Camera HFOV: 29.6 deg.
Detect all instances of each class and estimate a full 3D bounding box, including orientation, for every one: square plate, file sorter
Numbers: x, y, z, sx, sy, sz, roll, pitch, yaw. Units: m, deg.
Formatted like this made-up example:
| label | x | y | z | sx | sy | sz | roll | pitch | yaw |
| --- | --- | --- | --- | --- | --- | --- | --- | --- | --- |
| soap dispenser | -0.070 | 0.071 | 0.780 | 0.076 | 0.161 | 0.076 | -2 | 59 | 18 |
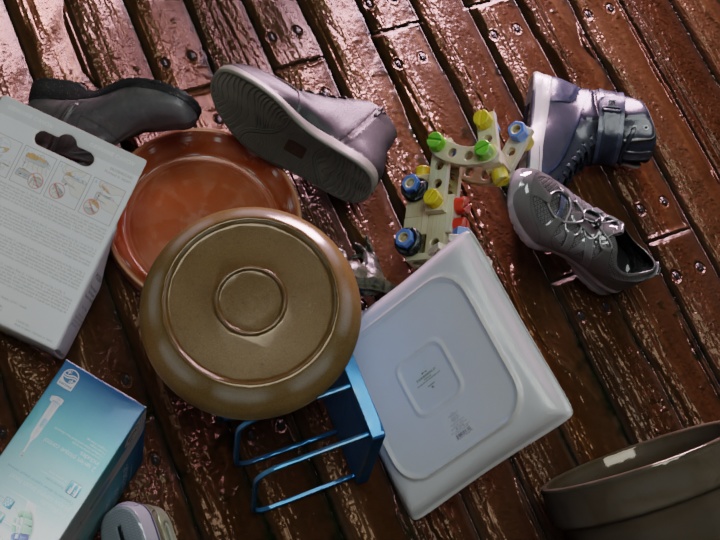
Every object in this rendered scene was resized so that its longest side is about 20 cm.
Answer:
| label | x | y | z | sx | sy | sz | roll | pitch | yaw |
| --- | --- | --- | --- | --- | --- | --- | --- | --- | --- |
| square plate | 0.071 | 0.099 | 1.269 | 0.028 | 0.199 | 0.200 | 4 | 53 | -58 |
| file sorter | -0.075 | 0.101 | 1.255 | 0.121 | 0.139 | 0.202 | -17 | 68 | -15 |

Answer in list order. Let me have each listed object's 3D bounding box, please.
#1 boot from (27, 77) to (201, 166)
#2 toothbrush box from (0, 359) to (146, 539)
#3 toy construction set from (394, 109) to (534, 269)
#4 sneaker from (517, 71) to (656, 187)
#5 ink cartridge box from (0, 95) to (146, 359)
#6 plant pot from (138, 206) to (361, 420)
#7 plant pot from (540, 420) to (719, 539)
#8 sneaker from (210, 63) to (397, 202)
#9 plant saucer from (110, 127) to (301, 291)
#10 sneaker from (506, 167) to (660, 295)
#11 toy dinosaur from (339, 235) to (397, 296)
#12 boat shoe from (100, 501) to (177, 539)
| label | x | y | z | sx | sy | sz | roll | pitch | yaw |
| --- | --- | --- | --- | --- | --- | --- | --- | --- | --- |
| boot | -0.258 | -0.118 | 1.348 | 0.197 | 0.070 | 0.133 | 1 | 62 | 22 |
| toothbrush box | -0.269 | 0.201 | 1.163 | 0.085 | 0.147 | 0.201 | 30 | 62 | 5 |
| toy construction set | 0.100 | -0.063 | 1.369 | 0.129 | 0.092 | 0.202 | -6 | 49 | 28 |
| sneaker | 0.240 | -0.114 | 1.453 | 0.144 | 0.077 | 0.205 | 13 | 62 | -2 |
| ink cartridge box | -0.313 | -0.041 | 1.300 | 0.161 | 0.057 | 0.202 | 24 | 74 | 2 |
| plant pot | -0.096 | 0.030 | 1.197 | 0.197 | 0.028 | 0.203 | 2 | 66 | -4 |
| plant pot | 0.283 | 0.249 | 1.239 | 0.198 | 0.200 | 0.176 | -16 | 85 | -18 |
| sneaker | -0.058 | -0.159 | 1.407 | 0.199 | 0.075 | 0.107 | 36 | 41 | -8 |
| plant saucer | -0.158 | -0.049 | 1.370 | 0.197 | 0.032 | 0.203 | 4 | 63 | -9 |
| sneaker | 0.225 | -0.046 | 1.362 | 0.199 | 0.081 | 0.076 | 32 | 63 | -35 |
| toy dinosaur | 0.000 | 0.000 | 1.351 | 0.198 | 0.048 | 0.088 | 15 | 19 | -44 |
| boat shoe | -0.170 | 0.297 | 1.182 | 0.062 | 0.071 | 0.203 | 6 | 67 | -58 |
